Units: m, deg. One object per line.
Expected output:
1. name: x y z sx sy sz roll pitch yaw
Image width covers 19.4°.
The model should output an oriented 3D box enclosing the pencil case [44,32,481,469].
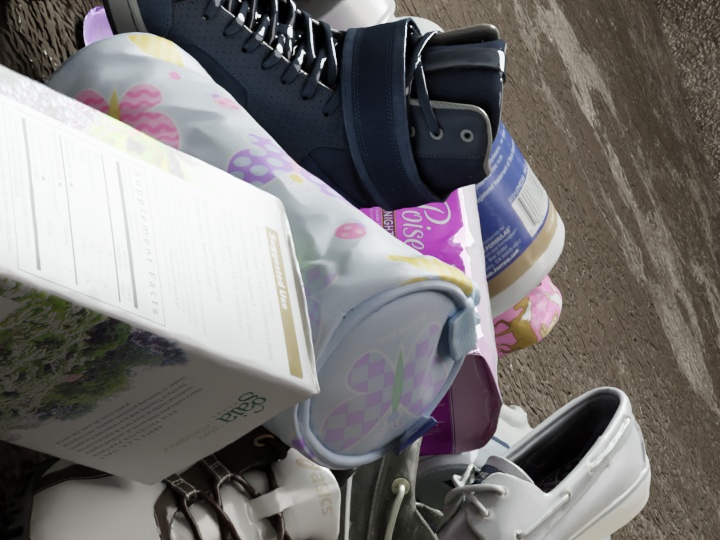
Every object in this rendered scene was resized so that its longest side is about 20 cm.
1. pencil case: -0.045 -0.013 0.791 0.200 0.091 0.083 39 -16 36

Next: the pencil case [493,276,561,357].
1. pencil case: 0.056 -0.035 1.315 0.200 0.083 0.087 60 29 -28

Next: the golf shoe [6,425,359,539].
1. golf shoe: -0.059 0.088 0.760 0.200 0.094 0.078 -44 117 -71

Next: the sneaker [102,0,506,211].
1. sneaker: -0.017 -0.099 0.886 0.203 0.146 0.077 62 29 -44

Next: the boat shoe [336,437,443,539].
1. boat shoe: 0.004 0.111 0.877 0.071 0.063 0.201 173 -78 -84

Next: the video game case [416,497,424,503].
1. video game case: 0.050 0.132 1.193 0.182 0.023 0.201 40 32 -60

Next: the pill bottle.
1. pill bottle: 0.022 -0.070 1.178 0.200 0.111 0.111 55 20 -23

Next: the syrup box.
1. syrup box: -0.109 -0.003 0.653 0.200 0.079 0.082 24 46 -47

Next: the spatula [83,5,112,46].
1. spatula: -0.083 -0.091 1.036 0.200 0.020 0.057 11 59 -72

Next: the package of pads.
1. package of pads: 0.000 0.000 1.003 0.200 0.120 0.076 -93 179 -48

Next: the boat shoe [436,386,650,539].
1. boat shoe: 0.072 0.122 1.039 0.200 0.072 0.069 -28 119 -31

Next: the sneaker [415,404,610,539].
1. sneaker: 0.085 0.112 1.158 0.200 0.073 0.071 46 36 -52
